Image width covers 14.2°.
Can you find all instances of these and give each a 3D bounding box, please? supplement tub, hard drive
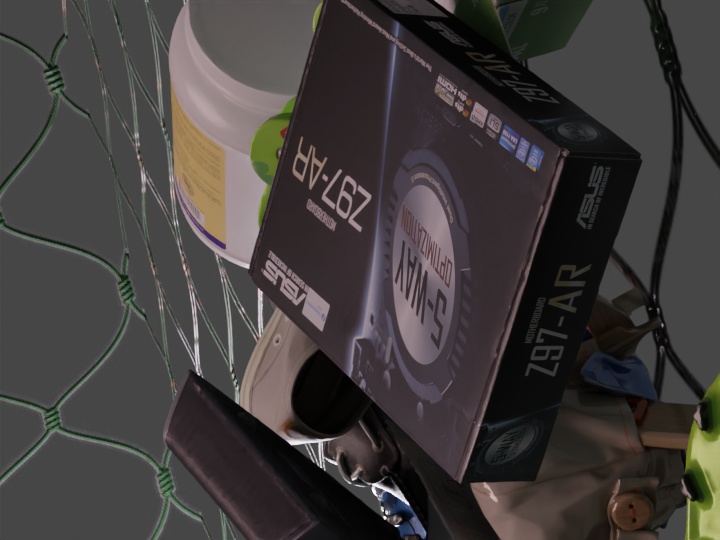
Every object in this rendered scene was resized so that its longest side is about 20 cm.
[{"bbox_3d":[-0.042,-0.103,1.744,0.200,0.145,0.146,95,157,-60],"label":"supplement tub"},{"bbox_3d":[-0.014,0.133,1.410,0.135,0.042,0.200,46,-178,39],"label":"hard drive"}]

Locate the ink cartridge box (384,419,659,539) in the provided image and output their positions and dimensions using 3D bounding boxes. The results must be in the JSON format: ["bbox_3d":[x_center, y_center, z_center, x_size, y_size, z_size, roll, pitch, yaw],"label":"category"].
[{"bbox_3d":[0.097,0.160,1.398,0.050,0.161,0.200,-61,31,16],"label":"ink cartridge box"}]

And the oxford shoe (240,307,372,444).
[{"bbox_3d":[0.000,0.000,1.462,0.058,0.075,0.200,24,93,52],"label":"oxford shoe"}]

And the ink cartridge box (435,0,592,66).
[{"bbox_3d":[0.066,-0.156,1.349,0.104,0.059,0.200,117,136,-73],"label":"ink cartridge box"}]

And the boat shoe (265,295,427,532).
[{"bbox_3d":[0.014,0.084,1.523,0.200,0.071,0.072,64,-174,19],"label":"boat shoe"}]

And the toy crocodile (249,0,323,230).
[{"bbox_3d":[-0.003,-0.096,1.487,0.200,0.062,0.068,-63,-5,21],"label":"toy crocodile"}]

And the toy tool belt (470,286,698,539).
[{"bbox_3d":[0.110,0.066,1.376,0.125,0.123,0.200,62,-174,-19],"label":"toy tool belt"}]

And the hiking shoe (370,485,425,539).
[{"bbox_3d":[0.061,0.196,1.671,0.200,0.087,0.074,56,148,-8],"label":"hiking shoe"}]

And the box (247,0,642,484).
[{"bbox_3d":[0.032,-0.022,1.293,0.200,0.043,0.160,43,124,47],"label":"box"}]

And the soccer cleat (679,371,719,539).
[{"bbox_3d":[0.170,0.101,1.177,0.067,0.081,0.200,35,123,40],"label":"soccer cleat"}]
